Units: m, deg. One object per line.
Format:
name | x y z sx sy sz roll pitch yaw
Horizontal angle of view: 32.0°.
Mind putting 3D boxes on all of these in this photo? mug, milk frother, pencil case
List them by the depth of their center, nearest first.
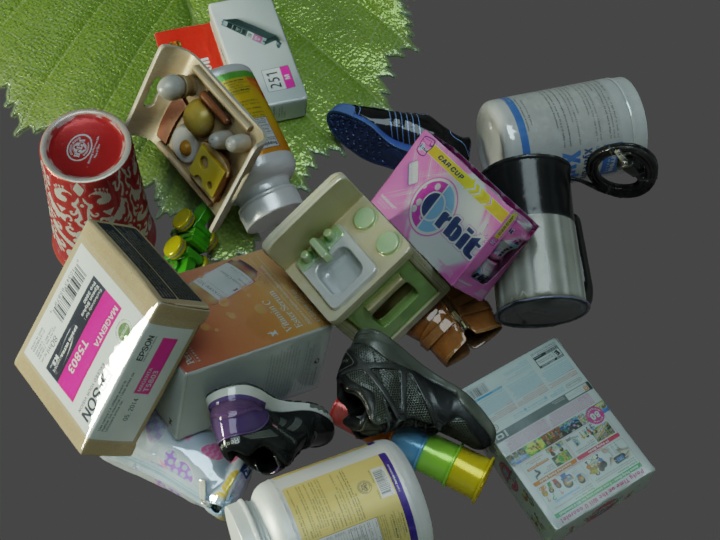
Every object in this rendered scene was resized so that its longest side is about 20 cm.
pencil case | -0.218 0.210 1.434 0.199 0.083 0.091 25 48 11
milk frother | 0.261 -0.045 1.527 0.179 0.200 0.190 9 66 -34
mug | -0.333 -0.112 1.545 0.133 0.200 0.178 -18 63 -14

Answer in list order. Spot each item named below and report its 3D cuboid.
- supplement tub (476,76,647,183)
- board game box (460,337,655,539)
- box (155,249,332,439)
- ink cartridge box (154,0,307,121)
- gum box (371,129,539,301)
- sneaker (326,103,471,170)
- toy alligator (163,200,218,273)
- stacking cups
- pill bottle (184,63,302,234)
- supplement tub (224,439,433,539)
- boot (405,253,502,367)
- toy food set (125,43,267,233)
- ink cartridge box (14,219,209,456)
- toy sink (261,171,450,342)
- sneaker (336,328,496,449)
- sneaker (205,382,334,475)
supplement tub | 0.265 -0.178 1.671 0.198 0.132 0.133 -12 61 -10
board game box | 0.227 0.200 1.486 0.147 0.064 0.201 -26 64 -17
box | -0.160 0.081 1.456 0.199 0.107 0.152 -18 49 -34
ink cartridge box | -0.184 -0.288 1.752 0.172 0.044 0.201 -13 62 -13
gum box | 0.114 -0.065 1.507 0.114 0.066 0.200 -52 47 12
sneaker | 0.054 -0.183 1.699 0.199 0.070 0.078 27 53 7
toy alligator | -0.228 -0.008 1.581 0.054 0.059 0.201 -13 51 36
stacking cups | 0.059 0.199 1.476 0.199 0.061 0.061 28 61 13
pill bottle | -0.151 -0.155 1.625 0.110 0.111 0.201 -23 79 -17
supplement tub | -0.035 0.282 1.370 0.199 0.146 0.146 -18 63 -14
boot | 0.127 0.014 1.572 0.199 0.077 0.155 -36 62 -16
toy food set | -0.210 -0.164 1.559 0.060 0.144 0.200 -14 55 -48
ink cartridge box | -0.273 0.073 1.359 0.075 0.201 0.165 11 24 -50
toy sink | 0.000 0.000 1.467 0.130 0.200 0.112 -43 56 1
sneaker | 0.055 0.165 1.423 0.199 0.076 0.115 35 62 -6
sneaker | -0.098 0.193 1.410 0.075 0.199 0.088 -28 60 27
